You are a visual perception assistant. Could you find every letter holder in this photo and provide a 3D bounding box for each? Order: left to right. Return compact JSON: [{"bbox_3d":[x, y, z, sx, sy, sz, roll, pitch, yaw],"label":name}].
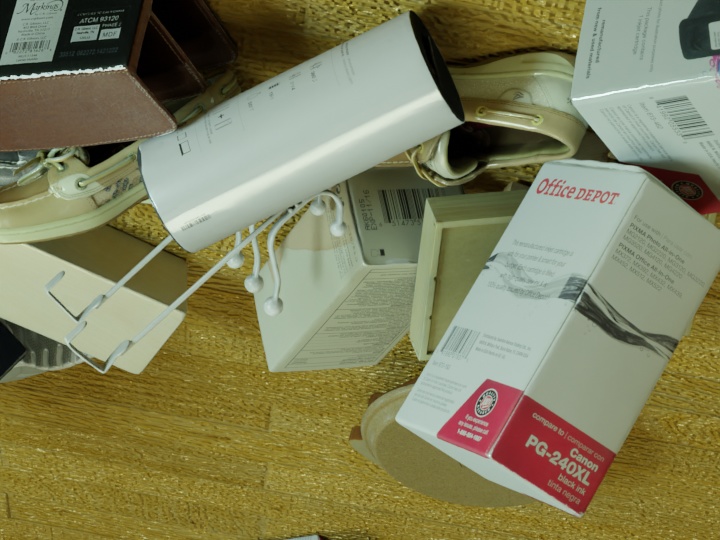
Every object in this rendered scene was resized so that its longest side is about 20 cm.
[{"bbox_3d":[-0.197,-0.127,1.580,0.200,0.101,0.142,-3,150,24],"label":"letter holder"}]

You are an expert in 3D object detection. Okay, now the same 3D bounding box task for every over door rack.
[{"bbox_3d":[-0.108,0.001,1.644,0.067,0.200,0.148,60,175,-18],"label":"over door rack"}]

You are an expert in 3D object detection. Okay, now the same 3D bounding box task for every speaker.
[{"bbox_3d":[-0.037,-0.088,1.540,0.200,0.081,0.081,-26,141,12],"label":"speaker"}]

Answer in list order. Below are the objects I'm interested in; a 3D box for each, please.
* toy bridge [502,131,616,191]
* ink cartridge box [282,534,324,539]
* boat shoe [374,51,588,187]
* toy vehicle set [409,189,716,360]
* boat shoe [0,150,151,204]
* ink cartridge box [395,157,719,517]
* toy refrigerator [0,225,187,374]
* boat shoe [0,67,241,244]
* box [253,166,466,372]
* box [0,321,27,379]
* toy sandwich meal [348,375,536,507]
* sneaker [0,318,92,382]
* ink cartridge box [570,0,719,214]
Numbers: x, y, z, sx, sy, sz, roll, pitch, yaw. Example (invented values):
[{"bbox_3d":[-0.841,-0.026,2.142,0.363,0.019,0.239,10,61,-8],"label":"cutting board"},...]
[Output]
[{"bbox_3d":[0.130,-0.040,1.696,0.067,0.027,0.200,18,151,-18],"label":"toy bridge"},{"bbox_3d":[-0.027,0.320,2.388,0.200,0.043,0.196,-12,143,32],"label":"ink cartridge box"},{"bbox_3d":[0.059,-0.092,1.586,0.200,0.066,0.074,-11,144,34],"label":"boat shoe"},{"bbox_3d":[0.137,-0.001,1.650,0.200,0.027,0.124,-5,132,-14],"label":"toy vehicle set"},{"bbox_3d":[-0.203,-0.092,1.673,0.201,0.072,0.066,6,140,-16],"label":"boat shoe"},{"bbox_3d":[0.127,0.037,1.522,0.083,0.200,0.145,33,173,-21],"label":"ink cartridge box"},{"bbox_3d":[-0.234,-0.003,1.834,0.200,0.070,0.076,25,125,-23],"label":"toy refrigerator"},{"bbox_3d":[-0.167,-0.075,1.615,0.073,0.200,0.063,33,143,59],"label":"boat shoe"},{"bbox_3d":[0.000,0.000,1.734,0.095,0.078,0.200,-3,158,-25],"label":"box"},{"bbox_3d":[-0.394,0.056,1.886,0.197,0.117,0.200,48,143,-6],"label":"box"},{"bbox_3d":[0.091,0.126,1.975,0.205,0.070,0.205,7,147,5],"label":"toy sandwich meal"},{"bbox_3d":[-0.262,0.047,1.973,0.200,0.075,0.082,-13,177,30],"label":"sneaker"},{"bbox_3d":[0.250,-0.111,1.467,0.200,0.083,0.146,-8,146,31],"label":"ink cartridge box"}]
